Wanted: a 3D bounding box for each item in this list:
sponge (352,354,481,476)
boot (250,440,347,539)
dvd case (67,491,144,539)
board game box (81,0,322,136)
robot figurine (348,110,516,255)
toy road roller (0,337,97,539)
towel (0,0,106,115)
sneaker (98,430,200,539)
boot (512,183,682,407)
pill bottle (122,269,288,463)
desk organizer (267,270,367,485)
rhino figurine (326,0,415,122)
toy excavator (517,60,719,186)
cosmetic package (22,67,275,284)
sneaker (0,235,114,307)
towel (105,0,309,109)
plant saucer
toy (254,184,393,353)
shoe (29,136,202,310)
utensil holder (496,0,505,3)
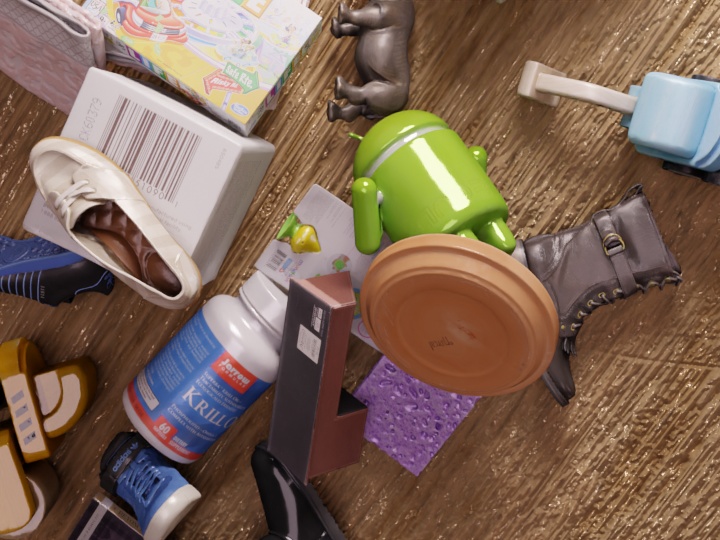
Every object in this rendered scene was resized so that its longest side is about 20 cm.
[{"bbox_3d":[0.073,0.116,1.099,0.111,0.030,0.201,36,112,0],"label":"sponge"},{"bbox_3d":[-0.123,0.306,1.094,0.199,0.066,0.166,-38,93,-26],"label":"boot"},{"bbox_3d":[-0.241,0.348,1.153,0.199,0.016,0.149,37,127,0],"label":"dvd case"},{"bbox_3d":[-0.155,-0.243,1.011,0.199,0.034,0.135,34,77,4],"label":"board game box"},{"bbox_3d":[0.069,-0.075,1.031,0.174,0.116,0.201,-20,65,-33],"label":"robot figurine"},{"bbox_3d":[-0.352,0.173,1.126,0.144,0.123,0.203,-16,95,-4],"label":"toy road roller"},{"bbox_3d":[-0.346,-0.243,1.050,0.199,0.191,0.032,34,65,2],"label":"towel"},{"bbox_3d":[-0.229,0.222,1.081,0.111,0.200,0.077,43,80,-1],"label":"sneaker"},{"bbox_3d":[0.250,0.027,1.074,0.171,0.069,0.203,-16,93,8],"label":"boot"},{"bbox_3d":[-0.149,0.098,1.098,0.112,0.112,0.200,44,98,-1],"label":"pill bottle"},{"bbox_3d":[-0.035,0.107,1.062,0.071,0.076,0.203,31,121,43],"label":"desk organizer"},{"bbox_3d":[0.015,-0.253,1.066,0.086,0.060,0.204,2,97,-15],"label":"rhino figurine"},{"bbox_3d":[0.279,-0.162,1.025,0.197,0.194,0.101,14,99,-25],"label":"toy excavator"},{"bbox_3d":[-0.203,-0.088,1.037,0.163,0.200,0.167,27,97,2],"label":"cosmetic package"},{"bbox_3d":[-0.363,0.006,1.131,0.197,0.071,0.079,-6,130,21],"label":"sneaker"},{"bbox_3d":[-0.154,-0.283,1.063,0.197,0.032,0.194,16,81,1],"label":"towel"},{"bbox_3d":[0.091,0.052,0.998,0.197,0.033,0.202,14,135,14],"label":"plant saucer"},{"bbox_3d":[0.000,0.000,1.099,0.199,0.047,0.116,33,112,-17],"label":"toy"},{"bbox_3d":[-0.219,-0.044,0.915,0.200,0.053,0.070,44,97,-1],"label":"shoe"},{"bbox_3d":[0.167,-0.383,0.987,0.199,0.170,0.171,-37,92,11],"label":"utensil holder"}]
